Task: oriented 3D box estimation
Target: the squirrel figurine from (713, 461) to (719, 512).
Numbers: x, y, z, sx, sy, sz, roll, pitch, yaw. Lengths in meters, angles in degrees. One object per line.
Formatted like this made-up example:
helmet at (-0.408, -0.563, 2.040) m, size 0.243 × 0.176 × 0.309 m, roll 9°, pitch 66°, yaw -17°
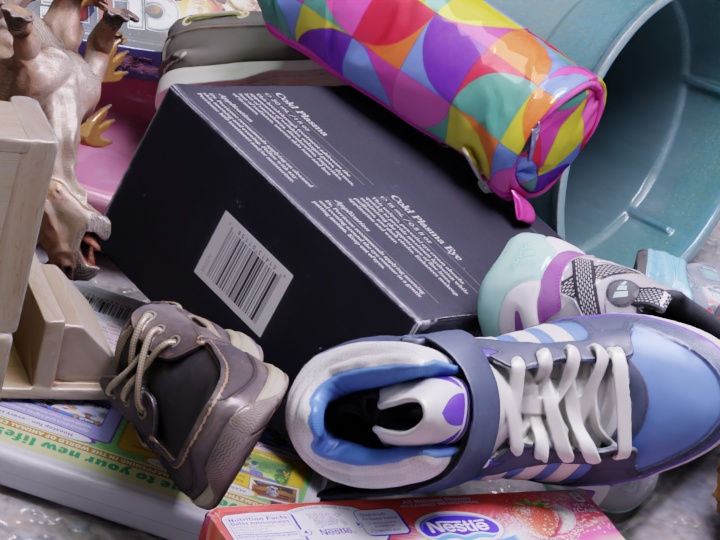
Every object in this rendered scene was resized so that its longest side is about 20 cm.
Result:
squirrel figurine at (0.277, 0.132, 1.441) m, size 0.199 × 0.142 × 0.187 m, roll -5°, pitch 42°, yaw -9°

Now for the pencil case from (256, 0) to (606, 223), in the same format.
pencil case at (0.035, -0.115, 1.527) m, size 0.200 × 0.089 × 0.088 m, roll 38°, pitch 34°, yaw 21°

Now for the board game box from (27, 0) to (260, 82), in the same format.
board game box at (-0.135, -0.178, 1.695) m, size 0.200 × 0.035 × 0.136 m, roll 7°, pitch 61°, yaw -16°

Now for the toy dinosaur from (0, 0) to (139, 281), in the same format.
toy dinosaur at (-0.181, -0.093, 1.500) m, size 0.086 × 0.136 × 0.200 m, roll 14°, pitch 25°, yaw -26°

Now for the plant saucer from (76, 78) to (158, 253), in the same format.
plant saucer at (-0.136, -0.065, 1.646) m, size 0.200 × 0.051 × 0.201 m, roll 12°, pitch 29°, yaw -7°

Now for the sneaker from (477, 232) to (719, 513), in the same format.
sneaker at (0.146, 0.069, 1.405) m, size 0.140 × 0.200 × 0.078 m, roll 15°, pitch 63°, yaw 34°

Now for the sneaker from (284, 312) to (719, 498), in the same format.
sneaker at (0.066, 0.064, 1.270) m, size 0.200 × 0.081 × 0.146 m, roll 0°, pitch 5°, yaw 12°

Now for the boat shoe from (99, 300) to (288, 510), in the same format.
boat shoe at (-0.085, 0.057, 1.330) m, size 0.073 × 0.075 × 0.200 m, roll 29°, pitch 0°, yaw -10°

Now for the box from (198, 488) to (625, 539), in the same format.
box at (0.028, 0.165, 1.265) m, size 0.200 × 0.096 × 0.100 m, roll -1°, pitch 33°, yaw -29°

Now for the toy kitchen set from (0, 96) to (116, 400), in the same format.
toy kitchen set at (-0.182, -0.027, 1.366) m, size 0.163 × 0.181 × 0.200 m, roll 3°, pitch 29°, yaw -24°

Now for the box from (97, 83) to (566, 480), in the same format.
box at (0.000, 0.000, 1.491) m, size 0.182 × 0.104 × 0.200 m, roll -5°, pitch 42°, yaw -50°

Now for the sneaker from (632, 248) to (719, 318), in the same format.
sneaker at (0.195, 0.043, 1.538) m, size 0.095 × 0.080 × 0.200 m, roll 13°, pitch -3°, yaw 15°

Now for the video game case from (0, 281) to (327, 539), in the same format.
video game case at (-0.110, 0.071, 1.444) m, size 0.200 × 0.022 × 0.182 m, roll 18°, pitch 27°, yaw 1°

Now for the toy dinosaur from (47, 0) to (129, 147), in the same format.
toy dinosaur at (-0.189, -0.105, 1.592) m, size 0.106 × 0.061 × 0.200 m, roll 22°, pitch 46°, yaw 27°

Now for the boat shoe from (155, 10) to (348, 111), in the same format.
boat shoe at (-0.015, -0.117, 1.621) m, size 0.201 × 0.072 × 0.060 m, roll -1°, pitch 58°, yaw 5°

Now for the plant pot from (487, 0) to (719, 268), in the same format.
plant pot at (0.105, -0.107, 1.718) m, size 0.196 × 0.201 × 0.200 m, roll 27°, pitch 29°, yaw 34°
